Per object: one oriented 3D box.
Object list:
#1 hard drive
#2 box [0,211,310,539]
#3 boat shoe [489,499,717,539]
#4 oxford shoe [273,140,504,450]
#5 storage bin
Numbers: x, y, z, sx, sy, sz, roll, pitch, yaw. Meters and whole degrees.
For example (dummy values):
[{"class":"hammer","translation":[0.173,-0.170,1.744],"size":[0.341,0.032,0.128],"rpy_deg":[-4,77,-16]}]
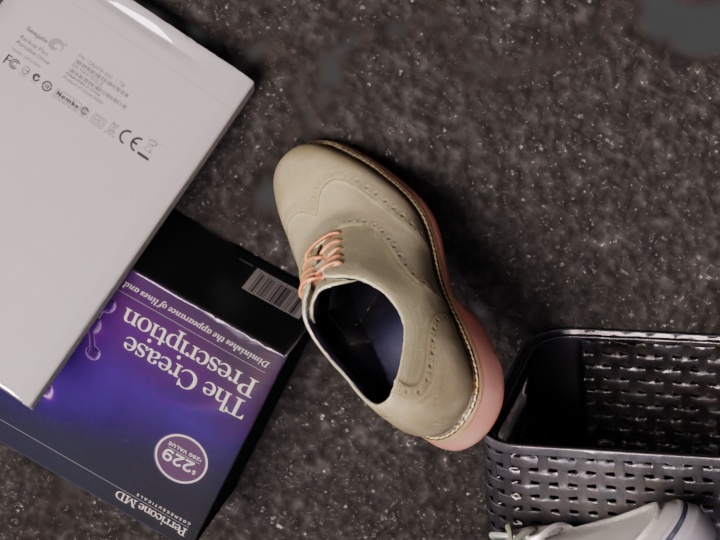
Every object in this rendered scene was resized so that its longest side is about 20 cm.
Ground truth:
[{"class":"hard drive","translation":[-0.163,-0.049,1.216],"size":[0.132,0.027,0.200],"rpy_deg":[34,81,4]},{"class":"box","translation":[-0.140,0.035,1.286],"size":[0.199,0.079,0.141],"rpy_deg":[29,121,4]},{"class":"boat shoe","translation":[0.073,0.154,1.113],"size":[0.200,0.074,0.067],"rpy_deg":[-39,100,29]},{"class":"oxford shoe","translation":[0.000,0.000,1.174],"size":[0.071,0.074,0.200],"rpy_deg":[-51,48,19]},{"class":"storage bin","translation":[0.168,0.101,1.180],"size":[0.199,0.135,0.094],"rpy_deg":[2,114,17]}]
